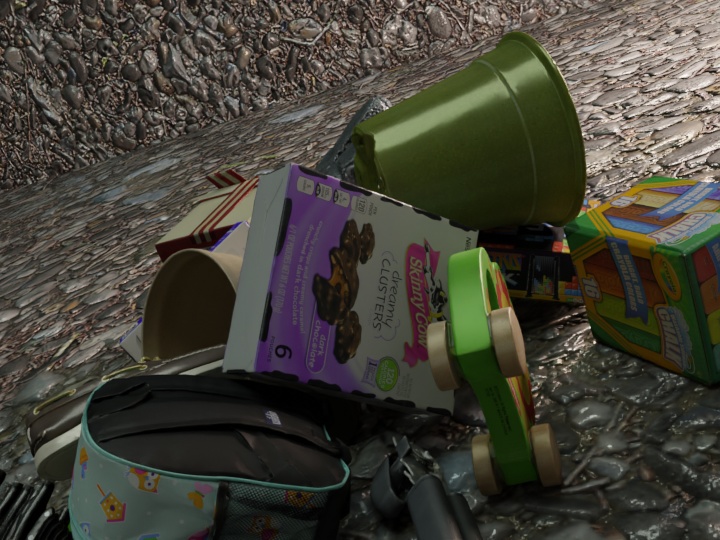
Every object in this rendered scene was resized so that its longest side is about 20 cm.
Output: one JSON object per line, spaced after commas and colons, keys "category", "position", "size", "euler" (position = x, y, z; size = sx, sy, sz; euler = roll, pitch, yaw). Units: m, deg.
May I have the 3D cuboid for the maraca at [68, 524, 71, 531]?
{"category": "maraca", "position": [-0.223, 0.194, 0.834], "size": [0.202, 0.107, 0.136], "euler": [-55, 19, -16]}

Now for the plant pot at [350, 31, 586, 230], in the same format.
{"category": "plant pot", "position": [0.095, -0.113, 0.886], "size": [0.186, 0.204, 0.200], "euler": [-18, 19, -11]}

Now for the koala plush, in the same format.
{"category": "koala plush", "position": [0.046, -0.097, 1.190], "size": [0.184, 0.199, 0.178], "euler": [-48, 20, 6]}

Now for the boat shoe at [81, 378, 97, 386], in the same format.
{"category": "boat shoe", "position": [-0.295, 0.176, 0.994], "size": [0.069, 0.067, 0.200], "euler": [-22, 20, -5]}

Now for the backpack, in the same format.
{"category": "backpack", "position": [-0.123, 0.164, 0.678], "size": [0.196, 0.156, 0.176], "euler": [16, 14, -18]}

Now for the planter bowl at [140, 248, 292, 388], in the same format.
{"category": "planter bowl", "position": [-0.123, 0.080, 0.929], "size": [0.133, 0.206, 0.198], "euler": [-1, 2, -44]}

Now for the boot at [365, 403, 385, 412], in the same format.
{"category": "boot", "position": [0.084, 0.068, 0.901], "size": [0.143, 0.072, 0.201], "euler": [-9, 28, 14]}

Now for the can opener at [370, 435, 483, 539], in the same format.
{"category": "can opener", "position": [0.050, 0.193, 0.664], "size": [0.067, 0.053, 0.201], "euler": [-51, 18, 11]}

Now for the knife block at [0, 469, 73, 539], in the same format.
{"category": "knife block", "position": [-0.328, 0.260, 0.723], "size": [0.197, 0.065, 0.176], "euler": [-26, 46, -14]}

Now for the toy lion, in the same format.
{"category": "toy lion", "position": [0.108, 0.062, 0.712], "size": [0.067, 0.202, 0.194], "euler": [-13, 39, 14]}

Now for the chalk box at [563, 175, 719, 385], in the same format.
{"category": "chalk box", "position": [0.293, 0.006, 0.764], "size": [0.122, 0.127, 0.199], "euler": [-26, 20, -17]}

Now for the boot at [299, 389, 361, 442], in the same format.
{"category": "boot", "position": [-0.034, 0.057, 0.847], "size": [0.072, 0.205, 0.076], "euler": [-3, 19, 18]}

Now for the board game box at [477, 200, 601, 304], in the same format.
{"category": "board game box", "position": [0.179, -0.031, 0.976], "size": [0.161, 0.058, 0.200], "euler": [6, 21, 14]}

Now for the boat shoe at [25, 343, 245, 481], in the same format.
{"category": "boat shoe", "position": [-0.194, 0.110, 0.774], "size": [0.197, 0.073, 0.060], "euler": [-26, 56, -15]}

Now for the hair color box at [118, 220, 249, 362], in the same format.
{"category": "hair color box", "position": [-0.174, 0.051, 1.036], "size": [0.200, 0.110, 0.065], "euler": [-46, 13, -13]}

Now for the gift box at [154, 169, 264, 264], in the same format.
{"category": "gift box", "position": [-0.158, -0.028, 1.209], "size": [0.196, 0.188, 0.187], "euler": [-5, 27, 27]}

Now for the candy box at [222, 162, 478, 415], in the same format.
{"category": "candy box", "position": [-0.003, 0.023, 0.759], "size": [0.196, 0.172, 0.071], "euler": [16, -14, -29]}
